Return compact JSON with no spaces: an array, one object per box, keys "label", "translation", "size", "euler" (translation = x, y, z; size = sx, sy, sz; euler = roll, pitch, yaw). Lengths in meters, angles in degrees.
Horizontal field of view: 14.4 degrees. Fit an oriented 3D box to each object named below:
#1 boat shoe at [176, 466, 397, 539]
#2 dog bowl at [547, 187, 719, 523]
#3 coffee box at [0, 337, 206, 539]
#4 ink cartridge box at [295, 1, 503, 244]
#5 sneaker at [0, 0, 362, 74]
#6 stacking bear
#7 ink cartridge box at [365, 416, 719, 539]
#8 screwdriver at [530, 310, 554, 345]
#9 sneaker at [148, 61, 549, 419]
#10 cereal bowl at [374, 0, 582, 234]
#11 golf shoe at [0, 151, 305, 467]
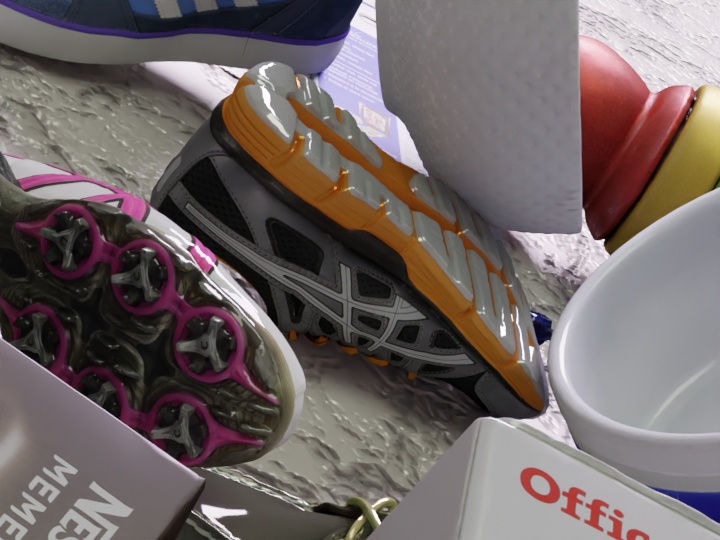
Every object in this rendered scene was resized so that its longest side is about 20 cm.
[{"label":"boat shoe","translation":[0.010,0.107,0.925],"size":[0.202,0.060,0.072],"euler":[30,24,-7]},{"label":"dog bowl","translation":[0.177,0.036,1.097],"size":[0.200,0.200,0.079],"euler":[-90,159,-62]},{"label":"coffee box","translation":[-0.158,0.053,0.763],"size":[0.200,0.080,0.114],"euler":[34,43,3]},{"label":"ink cartridge box","translation":[0.012,-0.062,1.280],"size":[0.095,0.037,0.200],"euler":[26,27,-15]},{"label":"sneaker","translation":[-0.073,-0.164,1.200],"size":[0.200,0.147,0.081],"euler":[5,32,-28]},{"label":"stacking bear","translation":[0.148,-0.034,1.305],"size":[0.200,0.114,0.121],"euler":[31,24,-2]},{"label":"ink cartridge box","translation":[0.064,0.161,0.801],"size":[0.146,0.086,0.200],"euler":[28,40,-14]},{"label":"screwdriver","translation":[0.091,0.031,1.218],"size":[0.200,0.028,0.029],"euler":[18,-1,-35]},{"label":"sneaker","translation":[0.000,0.000,1.109],"size":[0.200,0.077,0.078],"euler":[41,22,-30]},{"label":"cereal bowl","translation":[0.050,-0.113,1.173],"size":[0.083,0.200,0.200],"euler":[-2,26,4]},{"label":"golf shoe","translation":[-0.086,0.003,0.945],"size":[0.200,0.073,0.092],"euler":[29,17,32]}]
